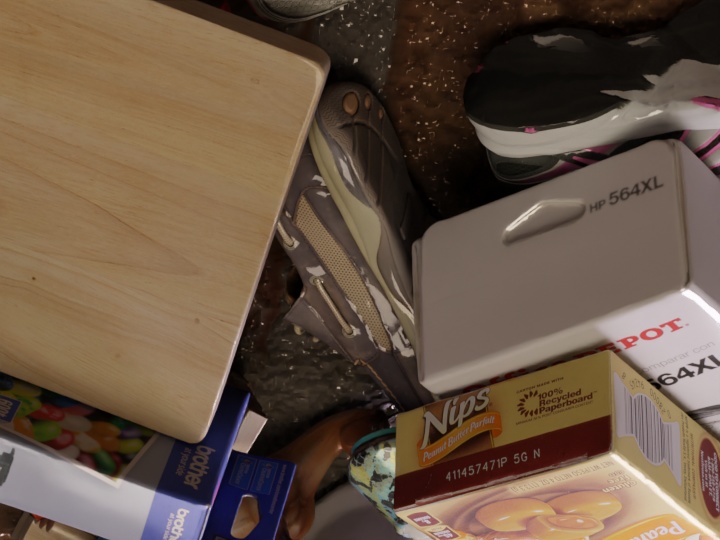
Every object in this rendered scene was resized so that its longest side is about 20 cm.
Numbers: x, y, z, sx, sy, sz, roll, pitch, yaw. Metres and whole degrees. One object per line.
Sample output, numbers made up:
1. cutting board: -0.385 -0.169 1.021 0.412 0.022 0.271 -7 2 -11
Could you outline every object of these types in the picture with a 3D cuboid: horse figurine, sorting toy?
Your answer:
1. horse figurine: -0.071 0.146 1.347 0.199 0.133 0.050 -29 128 35
2. sorting toy: -0.129 -0.052 1.183 0.199 0.070 0.200 21 118 2

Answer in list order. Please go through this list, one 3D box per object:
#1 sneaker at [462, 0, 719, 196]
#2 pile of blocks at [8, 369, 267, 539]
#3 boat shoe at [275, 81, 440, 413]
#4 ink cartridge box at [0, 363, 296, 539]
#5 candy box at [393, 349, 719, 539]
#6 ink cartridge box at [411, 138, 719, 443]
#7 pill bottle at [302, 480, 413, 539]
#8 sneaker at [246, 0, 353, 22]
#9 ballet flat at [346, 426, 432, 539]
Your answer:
1. sneaker: 0.151 -0.069 1.212 0.199 0.081 0.087 -2 140 11
2. pile of blocks: -0.127 0.116 1.333 0.062 0.082 0.200 29 122 -21
3. boat shoe: 0.000 0.000 1.262 0.073 0.075 0.201 -10 121 22
4. ink cartridge box: -0.127 0.074 1.221 0.199 0.119 0.042 21 114 -1
5. candy box: 0.117 0.114 1.221 0.115 0.056 0.200 -18 143 31
6. ink cartridge box: 0.136 0.039 1.235 0.145 0.085 0.200 -22 142 29
7. pill bottle: 0.048 0.207 1.385 0.114 0.115 0.200 -33 121 22
8. sneaker: 0.028 -0.167 1.118 0.199 0.082 0.078 -33 121 23
9. ballet flat: 0.071 0.125 1.302 0.074 0.075 0.199 -42 145 27
